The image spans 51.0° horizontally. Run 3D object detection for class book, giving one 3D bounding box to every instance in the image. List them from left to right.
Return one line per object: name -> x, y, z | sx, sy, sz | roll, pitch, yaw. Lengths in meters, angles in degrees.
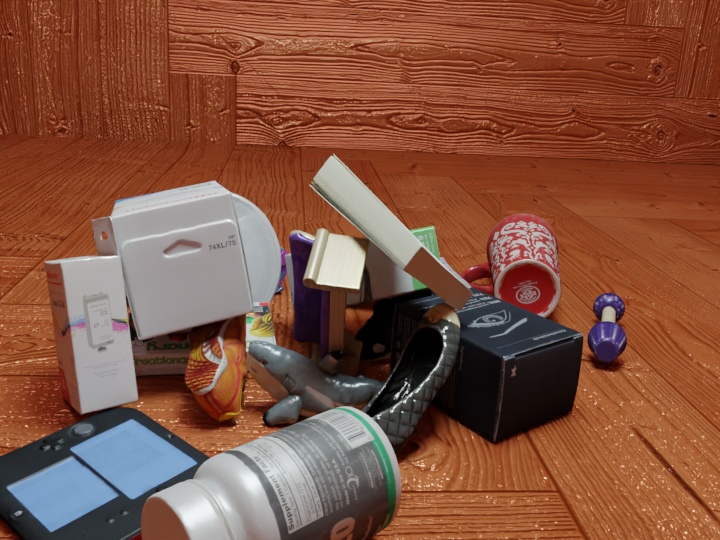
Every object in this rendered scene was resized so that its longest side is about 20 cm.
book -> 0.039, -0.044, 0.895 | 0.133, 0.048, 0.200 | 36, 7, -48

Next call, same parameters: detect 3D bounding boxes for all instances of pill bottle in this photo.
pill bottle -> -0.069, 0.193, 0.614 | 0.197, 0.116, 0.112 | -13, 23, -42

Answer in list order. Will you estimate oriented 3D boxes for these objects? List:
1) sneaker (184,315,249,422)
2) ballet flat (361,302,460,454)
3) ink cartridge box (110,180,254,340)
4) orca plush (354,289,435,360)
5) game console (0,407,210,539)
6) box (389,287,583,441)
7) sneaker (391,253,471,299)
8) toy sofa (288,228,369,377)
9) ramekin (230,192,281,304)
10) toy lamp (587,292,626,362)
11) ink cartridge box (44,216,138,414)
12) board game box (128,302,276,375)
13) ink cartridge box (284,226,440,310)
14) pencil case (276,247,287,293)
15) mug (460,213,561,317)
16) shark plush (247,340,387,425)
sneaker -> -0.169, 0.107, 0.921 | 0.071, 0.078, 0.202 | -20, 28, 12
ballet flat -> 0.058, 0.112, 0.832 | 0.065, 0.057, 0.202 | -1, 47, 41
ink cartridge box -> -0.228, -0.022, 0.957 | 0.143, 0.150, 0.200 | -13, 13, -14
orca plush -> 0.082, 0.063, 1.044 | 0.194, 0.072, 0.107 | -9, 61, -12
game console -> -0.245, 0.197, 0.711 | 0.197, 0.032, 0.175 | 18, 22, 39
box -> 0.152, 0.107, 0.942 | 0.145, 0.107, 0.198 | -9, 21, -34
sneaker -> 0.111, 0.051, 1.171 | 0.201, 0.112, 0.077 | 52, 27, 22
toy sofa -> -0.045, 0.053, 0.898 | 0.095, 0.203, 0.084 | 9, 45, 4
ramekin -> -0.218, -0.015, 1.121 | 0.197, 0.209, 0.094 | -1, 6, -13
toy lamp -> 0.371, 0.086, 1.135 | 0.057, 0.060, 0.200 | 8, 17, 15
ink cartridge box -> -0.307, 0.046, 0.849 | 0.066, 0.206, 0.116 | -8, 5, -31
board game box -> -0.215, 0.090, 1.017 | 0.194, 0.035, 0.127 | -1, 28, -13
ink cartridge box -> 0.000, 0.000, 1.053 | 0.195, 0.087, 0.146 | -11, 2, -12
pencil case -> -0.189, -0.029, 1.343 | 0.090, 0.087, 0.200 | -19, 24, -16
mug -> 0.267, 0.014, 1.290 | 0.133, 0.178, 0.201 | 39, 22, -7
shark plush -> -0.036, 0.131, 0.867 | 0.195, 0.086, 0.091 | 8, 17, 15
